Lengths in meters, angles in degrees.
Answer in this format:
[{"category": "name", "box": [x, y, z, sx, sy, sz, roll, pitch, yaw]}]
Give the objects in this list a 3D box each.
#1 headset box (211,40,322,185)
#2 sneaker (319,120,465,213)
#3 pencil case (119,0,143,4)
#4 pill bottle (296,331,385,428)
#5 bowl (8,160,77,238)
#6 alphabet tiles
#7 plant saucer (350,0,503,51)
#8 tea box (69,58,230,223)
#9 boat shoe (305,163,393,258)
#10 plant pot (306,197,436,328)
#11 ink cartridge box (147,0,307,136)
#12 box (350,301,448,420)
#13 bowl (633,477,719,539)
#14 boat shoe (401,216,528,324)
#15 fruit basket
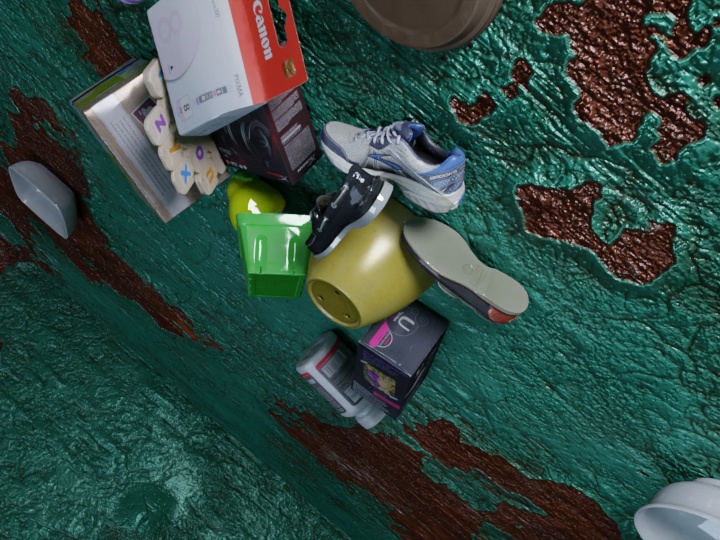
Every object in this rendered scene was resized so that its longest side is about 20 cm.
[{"category": "headset box", "box": [-0.152, -0.232, 0.878, 0.148, 0.077, 0.201, 20, 147, 32]}, {"category": "sneaker", "box": [0.043, -0.151, 0.778, 0.198, 0.077, 0.086, 24, 138, 13]}, {"category": "pencil case", "box": [-0.258, -0.394, 0.771, 0.085, 0.085, 0.199, 17, 166, -37]}, {"category": "pill bottle", "box": [-0.030, 0.233, 1.329, 0.200, 0.111, 0.110, 46, 150, -10]}, {"category": "bowl", "box": [-0.854, -0.203, 1.743, 0.199, 0.075, 0.200, 40, 152, 1]}, {"category": "alphabet tiles", "box": [-0.238, -0.210, 0.895, 0.014, 0.197, 0.201, 0, 136, 19]}, {"category": "plant saucer", "box": [0.046, -0.298, 0.605, 0.199, 0.030, 0.201, 29, 148, 20]}, {"category": "tea box", "box": [-0.337, -0.212, 1.014, 0.196, 0.133, 0.201, 30, 155, 56]}, {"category": "boat shoe", "box": [-0.030, -0.076, 0.811, 0.060, 0.076, 0.200, 35, 145, -13]}, {"category": "plant pot", "box": [0.000, 0.000, 0.946, 0.199, 0.142, 0.201, 29, 148, 20]}, {"category": "ink cartridge box", "box": [-0.164, -0.268, 0.757, 0.199, 0.057, 0.165, -12, 92, 44]}, {"category": "box", "box": [0.062, 0.151, 1.097, 0.105, 0.122, 0.201, 33, 150, 14]}, {"category": "bowl", "box": [0.502, 0.360, 0.898, 0.200, 0.091, 0.202, 29, 148, 20]}, {"category": "boat shoe", "box": [0.135, 0.004, 0.873, 0.199, 0.071, 0.063, 35, 154, 1]}, {"category": "fruit basket", "box": [-0.147, -0.070, 1.057, 0.153, 0.218, 0.216, 3, 150, -9]}]
